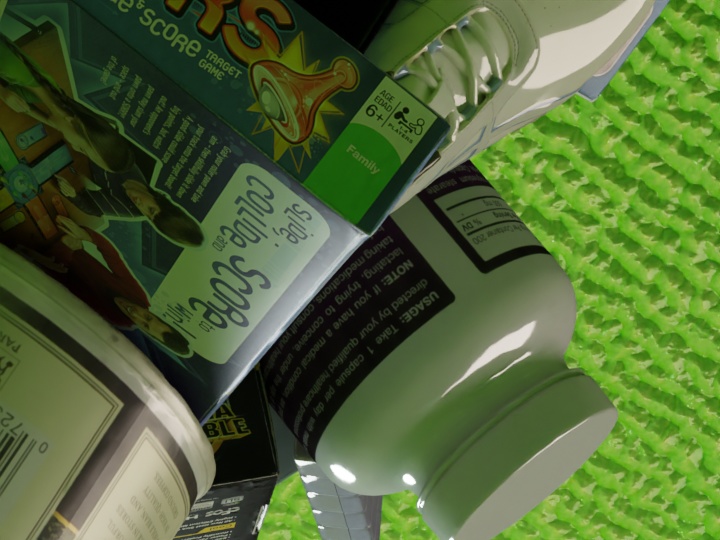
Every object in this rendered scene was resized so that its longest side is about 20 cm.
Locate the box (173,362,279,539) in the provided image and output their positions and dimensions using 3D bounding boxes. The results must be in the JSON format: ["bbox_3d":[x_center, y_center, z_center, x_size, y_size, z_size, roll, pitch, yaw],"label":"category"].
[{"bbox_3d":[-0.136,0.097,0.822,0.160,0.198,0.050,111,-32,-63],"label":"box"}]

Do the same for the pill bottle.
[{"bbox_3d":[0.000,0.000,0.825,0.112,0.200,0.113,-35,162,-13],"label":"pill bottle"}]

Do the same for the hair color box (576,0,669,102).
[{"bbox_3d":[0.025,-0.151,0.848,0.061,0.100,0.200,-54,-139,16],"label":"hair color box"}]

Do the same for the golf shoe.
[{"bbox_3d":[0.022,-0.054,0.715,0.199,0.079,0.097,-35,-160,6],"label":"golf shoe"}]

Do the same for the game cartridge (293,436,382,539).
[{"bbox_3d":[0.000,0.015,1.037,0.130,0.038,0.202,68,24,-63],"label":"game cartridge"}]

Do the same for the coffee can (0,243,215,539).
[{"bbox_3d":[-0.148,0.097,0.588,0.201,0.146,0.146,-58,-176,-23],"label":"coffee can"}]

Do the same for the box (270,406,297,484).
[{"bbox_3d":[-0.131,0.132,1.033,0.199,0.041,0.156,-32,179,-42],"label":"box"}]

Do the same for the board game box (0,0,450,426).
[{"bbox_3d":[-0.069,-0.028,0.562,0.035,0.135,0.200,-53,-177,-26],"label":"board game box"}]

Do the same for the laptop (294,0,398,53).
[{"bbox_3d":[-0.075,-0.063,0.760,0.188,0.115,0.200,-58,-175,-37],"label":"laptop"}]
